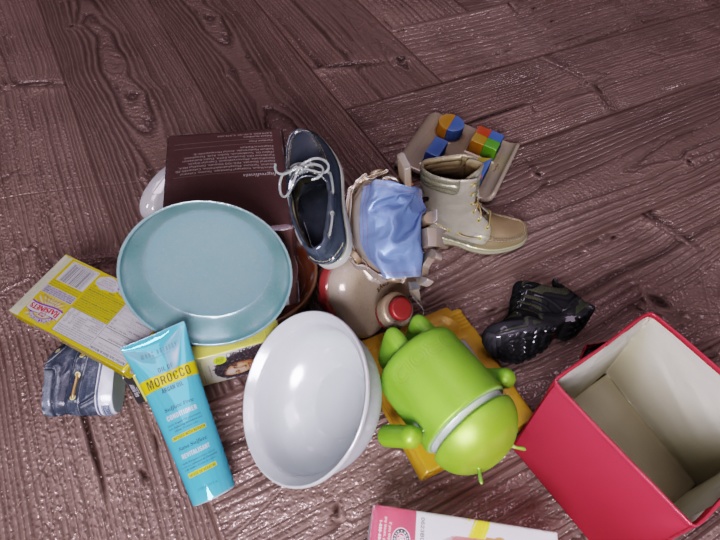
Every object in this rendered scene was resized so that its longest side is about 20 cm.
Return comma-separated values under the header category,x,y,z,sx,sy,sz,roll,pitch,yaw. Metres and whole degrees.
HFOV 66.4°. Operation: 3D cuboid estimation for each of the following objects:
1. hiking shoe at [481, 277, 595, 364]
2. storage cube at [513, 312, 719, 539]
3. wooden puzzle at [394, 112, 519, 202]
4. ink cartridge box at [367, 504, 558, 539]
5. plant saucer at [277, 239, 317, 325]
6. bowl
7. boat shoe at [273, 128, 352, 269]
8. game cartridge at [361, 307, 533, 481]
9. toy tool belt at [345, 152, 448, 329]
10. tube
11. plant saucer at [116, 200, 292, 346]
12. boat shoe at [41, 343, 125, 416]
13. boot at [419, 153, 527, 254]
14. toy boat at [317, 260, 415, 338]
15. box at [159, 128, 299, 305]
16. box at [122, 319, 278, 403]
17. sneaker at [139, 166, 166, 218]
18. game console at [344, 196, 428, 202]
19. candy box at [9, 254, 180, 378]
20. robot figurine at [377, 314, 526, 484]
category,x,y,z,sx,sy,sz,roll,pitch,yaw
hiking shoe,0.240,0.067,0.799,0.198,0.076,0.101,-12,43,-29
storage cube,0.311,0.192,0.629,0.170,0.181,0.200,-26,56,-23
wooden puzzle,0.188,-0.230,1.046,0.199,0.047,0.186,23,53,14
ink cartridge box,0.100,0.336,0.560,0.198,0.084,0.146,8,51,2
plant saucer,-0.164,0.010,0.839,0.198,0.032,0.202,1,51,-2
bowl,-0.044,0.157,0.665,0.200,0.090,0.203,-16,63,36
boat shoe,-0.062,-0.099,0.673,0.074,0.062,0.202,-17,65,17
game cartridge,0.108,0.152,0.742,0.175,0.033,0.201,-19,56,-19
toy tool belt,0.046,-0.031,0.683,0.124,0.123,0.202,-5,80,-21
tube,-0.207,0.167,0.643,0.077,0.050,0.201,-22,82,-21
plant saucer,-0.181,0.001,0.655,0.198,0.202,0.036,-5,33,-8
boat shoe,-0.357,0.096,0.730,0.090,0.071,0.202,-2,52,-7
boot,0.183,-0.105,0.875,0.198,0.155,0.073,7,51,2
toy boat,0.000,0.000,0.818,0.130,0.131,0.200,11,44,44
box,-0.177,-0.070,0.775,0.162,0.167,0.201,-5,51,-8
box,-0.204,0.113,0.726,0.198,0.076,0.050,-14,53,-13
sneaker,-0.262,-0.138,0.924,0.115,0.074,0.200,26,53,20
game console,-0.018,-0.134,0.847,0.119,0.200,0.173,-42,104,-9
candy box,-0.340,0.054,0.706,0.199,0.027,0.103,22,60,18
robot figurine,0.102,0.149,0.651,0.174,0.116,0.200,-22,54,-30
